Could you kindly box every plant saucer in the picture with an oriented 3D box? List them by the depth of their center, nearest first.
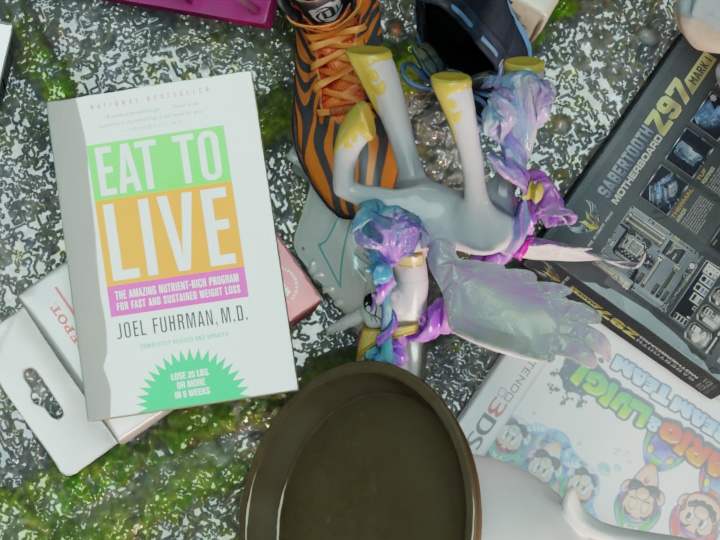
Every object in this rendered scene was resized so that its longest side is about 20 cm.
[{"bbox_3d":[0.003,0.156,1.623,0.029,0.200,0.201,11,82,-46],"label":"plant saucer"}]

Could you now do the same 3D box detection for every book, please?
[{"bbox_3d":[-0.118,-0.014,1.653,0.133,0.048,0.201,-9,86,-2],"label":"book"}]

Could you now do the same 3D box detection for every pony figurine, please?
[{"bbox_3d":[0.069,-0.028,1.608,0.192,0.167,0.201,5,111,16],"label":"pony figurine"}]

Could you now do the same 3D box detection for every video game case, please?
[{"bbox_3d":[0.161,0.130,1.734,0.200,0.024,0.182,35,83,-1],"label":"video game case"}]

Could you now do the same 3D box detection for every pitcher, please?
[{"bbox_3d":[0.126,0.193,1.641,0.200,0.121,0.172,43,109,6],"label":"pitcher"}]

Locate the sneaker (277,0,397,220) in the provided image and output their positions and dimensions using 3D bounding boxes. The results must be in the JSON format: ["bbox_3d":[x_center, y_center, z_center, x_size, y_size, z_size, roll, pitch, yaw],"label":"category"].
[{"bbox_3d":[-0.020,-0.135,1.657,0.077,0.112,0.201,-10,80,8],"label":"sneaker"}]

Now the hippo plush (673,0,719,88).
[{"bbox_3d":[0.278,-0.196,1.712,0.159,0.161,0.200,-25,101,11],"label":"hippo plush"}]

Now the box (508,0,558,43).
[{"bbox_3d":[0.109,-0.268,1.725,0.128,0.109,0.200,30,83,1],"label":"box"}]

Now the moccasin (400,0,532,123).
[{"bbox_3d":[0.057,-0.145,1.670,0.080,0.200,0.068,15,67,23],"label":"moccasin"}]

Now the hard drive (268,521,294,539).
[{"bbox_3d":[-0.005,0.271,1.701,0.200,0.038,0.140,32,83,-2],"label":"hard drive"}]

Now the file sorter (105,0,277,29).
[{"bbox_3d":[-0.150,-0.250,1.663,0.199,0.125,0.139,11,83,20],"label":"file sorter"}]

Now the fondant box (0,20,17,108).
[{"bbox_3d":[-0.314,-0.075,1.701,0.144,0.058,0.201,13,83,-3],"label":"fondant box"}]

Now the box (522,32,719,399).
[{"bbox_3d":[0.225,-0.042,1.732,0.157,0.051,0.200,35,75,-1],"label":"box"}]

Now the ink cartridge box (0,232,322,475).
[{"bbox_3d":[-0.138,0.032,1.698,0.200,0.067,0.117,-36,88,-7],"label":"ink cartridge box"}]

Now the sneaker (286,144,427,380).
[{"bbox_3d":[0.000,0.000,1.717,0.080,0.070,0.201,-9,78,0],"label":"sneaker"}]
